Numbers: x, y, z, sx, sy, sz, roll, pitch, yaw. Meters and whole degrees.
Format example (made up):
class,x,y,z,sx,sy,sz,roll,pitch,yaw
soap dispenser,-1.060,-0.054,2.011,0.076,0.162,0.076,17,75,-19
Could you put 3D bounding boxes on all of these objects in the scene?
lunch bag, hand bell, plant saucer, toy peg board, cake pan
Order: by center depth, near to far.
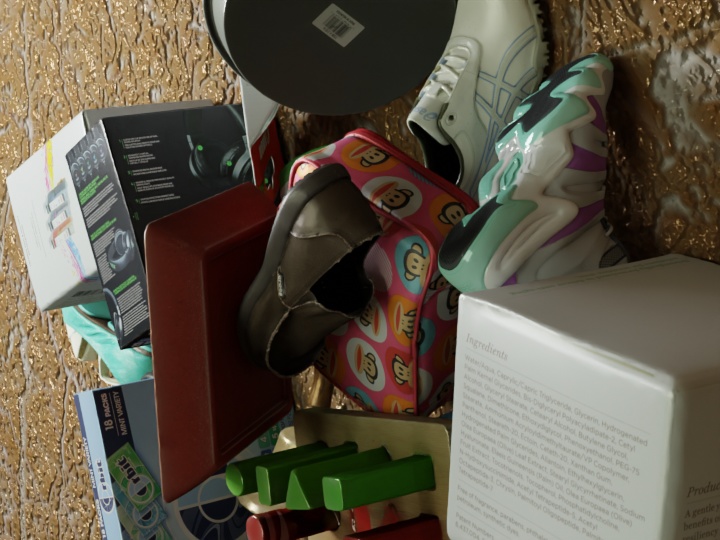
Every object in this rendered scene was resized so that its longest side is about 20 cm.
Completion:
class,x,y,z,sx,sy,sz,roll,pitch,yaw
toy peg board,-0.010,0.209,1.258,0.200,0.098,0.199,-1,97,56
lunch bag,0.006,0.003,1.283,0.176,0.082,0.200,35,139,30
plant saucer,-0.095,0.047,1.286,0.037,0.200,0.200,1,102,17
cake pan,-0.017,-0.195,1.303,0.037,0.200,0.200,-99,24,-49
hand bell,-0.037,0.115,1.531,0.104,0.104,0.200,25,106,50

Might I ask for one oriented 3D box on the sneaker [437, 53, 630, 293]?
class,x,y,z,sx,sy,sz,roll,pitch,yaw
sneaker,0.151,-0.038,1.199,0.140,0.200,0.078,38,162,-18

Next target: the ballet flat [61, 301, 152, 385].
class,x,y,z,sx,sy,sz,roll,pitch,yaw
ballet flat,-0.270,0.075,1.847,0.200,0.067,0.070,35,104,45

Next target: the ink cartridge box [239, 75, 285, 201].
class,x,y,z,sx,sy,sz,roll,pitch,yaw
ink cartridge box,-0.066,-0.156,1.449,0.162,0.050,0.200,-79,-19,-69

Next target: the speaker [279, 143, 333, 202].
class,x,y,z,sx,sy,sz,roll,pitch,yaw
speaker,0.000,0.000,1.427,0.088,0.088,0.200,-40,65,52

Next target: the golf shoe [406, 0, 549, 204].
class,x,y,z,sx,sy,sz,roll,pitch,yaw
golf shoe,0.080,-0.130,1.268,0.078,0.097,0.200,12,107,55

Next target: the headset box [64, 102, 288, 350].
class,x,y,z,sx,sy,sz,roll,pitch,yaw
headset box,-0.149,-0.049,1.550,0.093,0.174,0.200,-32,73,54

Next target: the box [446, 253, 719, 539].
class,x,y,z,sx,sy,sz,roll,pitch,yaw
box,0.188,0.103,1.077,0.200,0.199,0.172,24,117,51

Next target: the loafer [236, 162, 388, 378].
class,x,y,z,sx,sy,sz,roll,pitch,yaw
loafer,-0.033,0.017,1.209,0.071,0.073,0.200,45,146,22

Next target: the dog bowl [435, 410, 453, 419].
class,x,y,z,sx,sy,sz,roll,pitch,yaw
dog bowl,0.067,0.179,1.332,0.050,0.111,0.200,-112,33,-40

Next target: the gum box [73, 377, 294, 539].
class,x,y,z,sx,sy,sz,roll,pitch,yaw
gum box,-0.146,0.174,1.582,0.045,0.200,0.170,-16,85,56

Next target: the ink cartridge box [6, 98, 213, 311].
class,x,y,z,sx,sy,sz,roll,pitch,yaw
ink cartridge box,-0.226,-0.063,1.686,0.200,0.145,0.145,-26,76,54

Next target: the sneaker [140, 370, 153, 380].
class,x,y,z,sx,sy,sz,roll,pitch,yaw
sneaker,-0.155,0.175,1.685,0.071,0.099,0.200,-41,66,50
